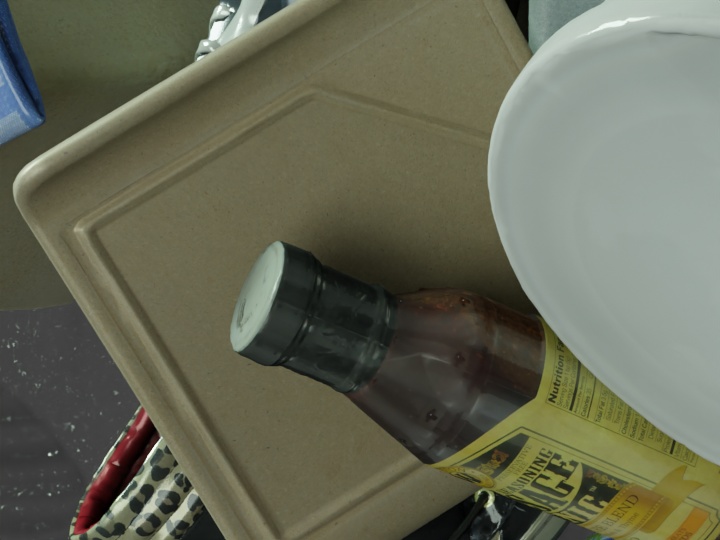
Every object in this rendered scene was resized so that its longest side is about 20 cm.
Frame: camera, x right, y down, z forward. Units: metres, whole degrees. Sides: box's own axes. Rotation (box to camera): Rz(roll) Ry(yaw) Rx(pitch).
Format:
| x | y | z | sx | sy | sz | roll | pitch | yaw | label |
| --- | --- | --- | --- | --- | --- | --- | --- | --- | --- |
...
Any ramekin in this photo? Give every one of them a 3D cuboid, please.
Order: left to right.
| x | y | z | sx | sy | sz | roll | pitch | yaw | label |
| --- | --- | --- | --- | --- | --- | --- | --- | --- | --- |
| 0.147 | -0.025 | 0.604 | 0.202 | 0.094 | 0.203 | 27 | 147 | 19 | ramekin |

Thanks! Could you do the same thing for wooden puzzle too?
| x | y | z | sx | sy | sz | roll | pitch | yaw | label |
| --- | --- | --- | --- | --- | --- | --- | --- | --- | --- |
| 0.000 | 0.000 | 0.713 | 0.185 | 0.037 | 0.200 | -31 | 110 | -4 | wooden puzzle |

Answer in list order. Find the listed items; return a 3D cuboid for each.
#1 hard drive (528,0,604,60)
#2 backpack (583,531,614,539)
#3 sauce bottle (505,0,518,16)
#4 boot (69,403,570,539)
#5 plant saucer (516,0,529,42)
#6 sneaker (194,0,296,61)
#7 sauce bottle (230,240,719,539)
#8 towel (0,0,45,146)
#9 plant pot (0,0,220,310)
| x | y | z | sx | sy | sz | roll | pitch | yaw | label |
| --- | --- | --- | --- | --- | --- | --- | --- | --- | --- |
| 0.127 | -0.087 | 0.682 | 0.139 | 0.033 | 0.201 | 14 | 129 | 22 | hard drive |
| 0.108 | 0.187 | 0.777 | 0.163 | 0.154 | 0.200 | 42 | 107 | 6 | backpack |
| 0.032 | -0.144 | 0.734 | 0.066 | 0.066 | 0.201 | 5 | 114 | 31 | sauce bottle |
| -0.001 | 0.072 | 0.776 | 0.154 | 0.073 | 0.204 | 37 | 89 | -17 | boot |
| 0.060 | -0.092 | 0.794 | 0.200 | 0.032 | 0.201 | 9 | 107 | 31 | plant saucer |
| -0.059 | -0.076 | 0.786 | 0.129 | 0.080 | 0.200 | -19 | 100 | 8 | sneaker |
| 0.051 | 0.046 | 0.686 | 0.199 | 0.066 | 0.066 | 22 | 120 | -17 | sauce bottle |
| -0.218 | -0.090 | 0.763 | 0.200 | 0.024 | 0.147 | -20 | 91 | 33 | towel |
| -0.193 | -0.097 | 0.866 | 0.200 | 0.177 | 0.200 | 52 | 123 | 10 | plant pot |
